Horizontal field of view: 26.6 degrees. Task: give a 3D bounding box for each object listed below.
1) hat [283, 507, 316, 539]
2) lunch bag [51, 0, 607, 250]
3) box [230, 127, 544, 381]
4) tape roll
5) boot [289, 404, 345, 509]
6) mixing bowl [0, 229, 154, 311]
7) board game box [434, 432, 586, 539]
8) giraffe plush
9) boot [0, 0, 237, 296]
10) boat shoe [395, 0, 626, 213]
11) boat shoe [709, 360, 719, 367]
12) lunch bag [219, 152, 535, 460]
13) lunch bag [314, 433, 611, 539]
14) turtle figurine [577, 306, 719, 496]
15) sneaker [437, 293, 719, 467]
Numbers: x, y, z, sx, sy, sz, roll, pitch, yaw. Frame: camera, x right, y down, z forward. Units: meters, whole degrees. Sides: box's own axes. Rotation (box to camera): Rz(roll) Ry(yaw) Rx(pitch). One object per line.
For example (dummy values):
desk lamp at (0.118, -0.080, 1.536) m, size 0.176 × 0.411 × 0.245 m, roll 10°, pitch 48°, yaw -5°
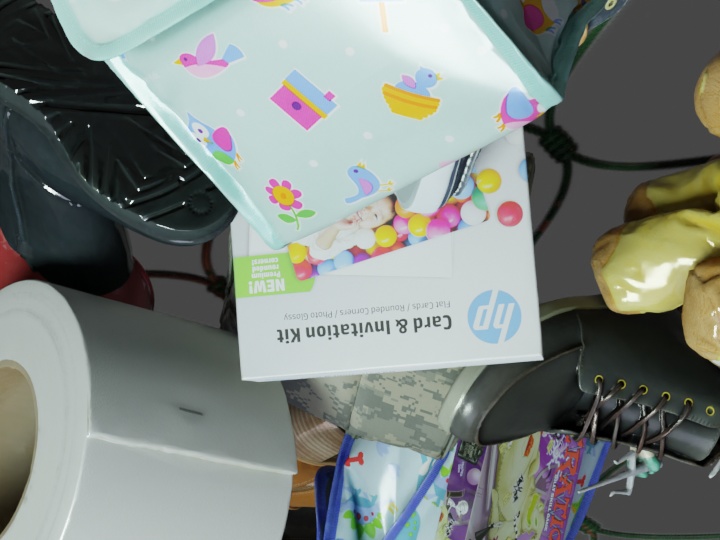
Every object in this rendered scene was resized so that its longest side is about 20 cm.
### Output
hat at (-0.052, 0.230, 1.291) m, size 0.200 × 0.081 × 0.201 m, roll -3°, pitch 157°, yaw -1°
lunch bag at (-0.027, -0.130, 0.610) m, size 0.170 × 0.122 × 0.200 m, roll -24°, pitch 117°, yaw 38°
box at (0.009, -0.048, 0.786) m, size 0.155 × 0.201 × 0.041 m, roll -5°, pitch 175°, yaw 8°
tape roll at (-0.153, 0.117, 0.877) m, size 0.139 × 0.203 × 0.203 m, roll 17°, pitch 143°, yaw -37°
boot at (-0.034, 0.168, 1.208) m, size 0.154 × 0.074 × 0.200 m, roll -25°, pitch 126°, yaw 28°
mixing bowl at (-0.241, 0.056, 1.012) m, size 0.199 × 0.109 × 0.200 m, roll 0°, pitch 145°, yaw 0°
board game box at (0.103, 0.136, 1.003) m, size 0.032 × 0.201 × 0.120 m, roll 10°, pitch 173°, yaw 36°
giraffe plush at (0.229, -0.057, 0.823) m, size 0.200 × 0.173 × 0.163 m, roll 13°, pitch 129°, yaw 32°
boot at (-0.138, -0.041, 0.835) m, size 0.200 × 0.076 × 0.168 m, roll 36°, pitch 152°, yaw 22°
boat shoe at (0.079, -0.117, 0.724) m, size 0.091 × 0.071 × 0.201 m, roll 9°, pitch 107°, yaw -17°
boat shoe at (0.279, 0.005, 0.920) m, size 0.200 × 0.071 × 0.069 m, roll -18°, pitch 168°, yaw -36°
lunch bag at (0.000, 0.000, 0.903) m, size 0.167 × 0.140 × 0.200 m, roll 14°, pitch 145°, yaw 1°
lunch bag at (0.064, 0.168, 1.086) m, size 0.170 × 0.200 × 0.127 m, roll 32°, pitch 164°, yaw -38°
turtle figurine at (0.222, 0.067, 0.987) m, size 0.200 × 0.101 × 0.150 m, roll -28°, pitch 176°, yaw -29°
sneaker at (0.141, 0.072, 0.859) m, size 0.200 × 0.106 × 0.075 m, roll -17°, pitch 142°, yaw -39°
